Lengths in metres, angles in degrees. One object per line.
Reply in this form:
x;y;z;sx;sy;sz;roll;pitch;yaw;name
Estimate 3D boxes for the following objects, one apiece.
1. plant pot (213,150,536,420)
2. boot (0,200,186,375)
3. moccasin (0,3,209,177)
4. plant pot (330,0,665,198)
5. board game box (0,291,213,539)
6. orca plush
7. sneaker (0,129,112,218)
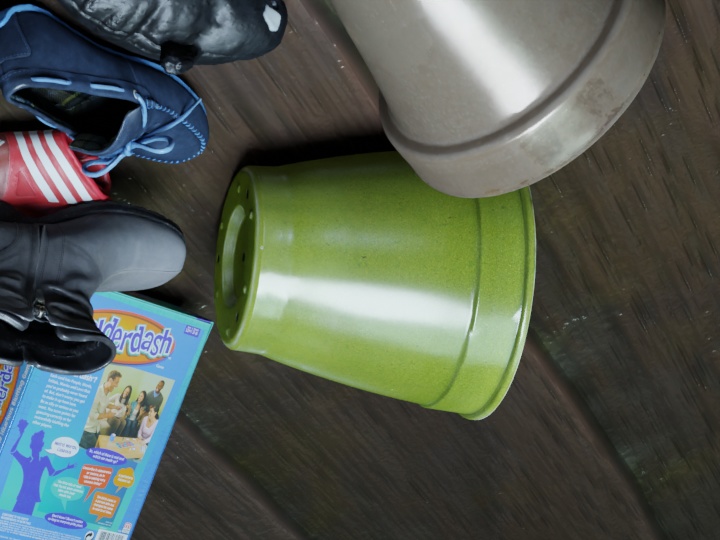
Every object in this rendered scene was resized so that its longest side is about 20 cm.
0.000;0.000;1.566;0.191;0.201;0.201;5;141;-16;plant pot
-0.183;0.018;1.415;0.199;0.132;0.070;1;128;-35;boot
-0.173;-0.100;1.410;0.080;0.069;0.199;-33;146;29;moccasin
0.061;-0.172;1.352;0.200;0.201;0.175;-33;129;19;plant pot
-0.207;0.108;1.618;0.152;0.045;0.201;21;91;-46;board game box
-0.119;-0.159;1.354;0.105;0.071;0.200;-36;145;22;orca plush
-0.224;-0.019;1.498;0.115;0.079;0.201;-9;147;-15;sneaker
